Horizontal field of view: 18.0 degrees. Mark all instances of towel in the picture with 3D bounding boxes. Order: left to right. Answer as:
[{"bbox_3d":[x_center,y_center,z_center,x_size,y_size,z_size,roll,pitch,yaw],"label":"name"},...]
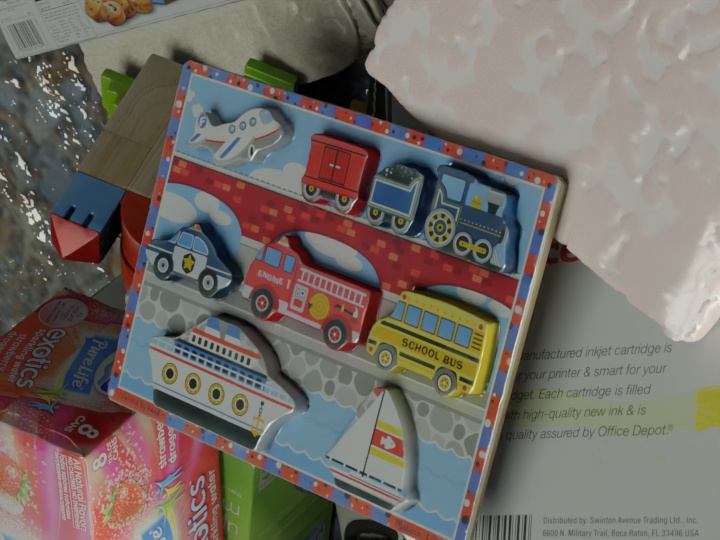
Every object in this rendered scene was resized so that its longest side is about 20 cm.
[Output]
[{"bbox_3d":[-0.074,-0.142,1.054,0.200,0.034,0.133,-10,111,45],"label":"towel"},{"bbox_3d":[0.103,-0.107,0.838,0.191,0.032,0.200,42,121,31],"label":"towel"}]

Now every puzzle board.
[{"bbox_3d":[-0.019,0.010,0.911,0.200,0.017,0.151,20,100,38],"label":"puzzle board"}]

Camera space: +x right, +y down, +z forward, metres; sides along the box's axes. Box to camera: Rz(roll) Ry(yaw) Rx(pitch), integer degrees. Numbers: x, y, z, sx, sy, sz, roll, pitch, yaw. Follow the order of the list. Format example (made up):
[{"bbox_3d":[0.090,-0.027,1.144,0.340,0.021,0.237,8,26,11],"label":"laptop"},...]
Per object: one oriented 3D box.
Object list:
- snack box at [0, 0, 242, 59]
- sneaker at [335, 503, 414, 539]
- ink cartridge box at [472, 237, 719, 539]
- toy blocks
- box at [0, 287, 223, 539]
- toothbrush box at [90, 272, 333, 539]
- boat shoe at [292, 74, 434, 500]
[{"bbox_3d":[-0.106,-0.147,1.034,0.200,0.024,0.072,-7,113,45],"label":"snack box"},{"bbox_3d":[0.028,0.171,1.161,0.074,0.079,0.200,-2,116,43],"label":"sneaker"},{"bbox_3d":[0.106,0.072,0.899,0.145,0.083,0.200,-5,75,38],"label":"ink cartridge box"},{"bbox_3d":[-0.058,-0.009,1.030,0.200,0.137,0.100,23,148,10],"label":"toy blocks"},{"bbox_3d":[-0.134,0.125,1.119,0.095,0.103,0.200,21,130,27],"label":"box"},{"bbox_3d":[-0.095,0.120,1.223,0.145,0.086,0.200,28,135,23],"label":"toothbrush box"},{"bbox_3d":[0.000,0.000,0.951,0.066,0.070,0.200,1,84,7],"label":"boat shoe"}]
